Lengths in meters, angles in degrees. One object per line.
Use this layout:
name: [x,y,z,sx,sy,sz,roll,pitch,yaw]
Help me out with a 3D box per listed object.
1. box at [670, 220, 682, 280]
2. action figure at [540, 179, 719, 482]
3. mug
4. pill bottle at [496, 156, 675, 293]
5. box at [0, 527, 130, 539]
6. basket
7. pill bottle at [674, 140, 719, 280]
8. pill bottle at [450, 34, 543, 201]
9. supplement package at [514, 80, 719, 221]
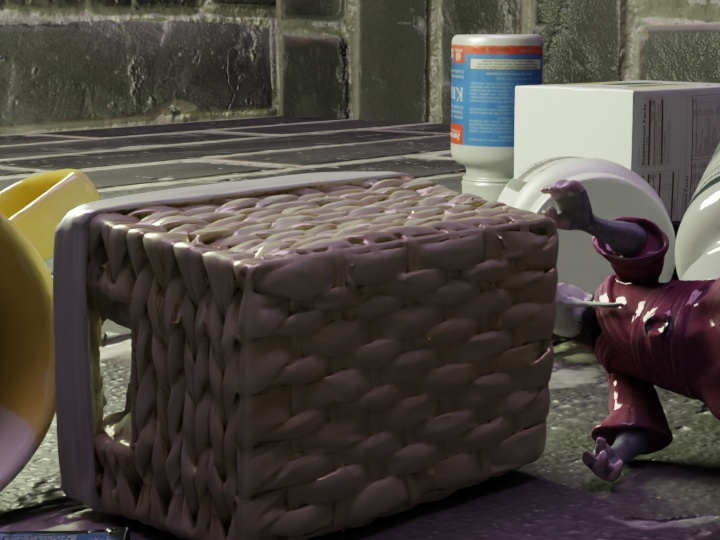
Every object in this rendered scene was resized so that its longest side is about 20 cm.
box: [0.319,0.009,0.924,0.141,0.079,0.200,-4,11,-34]
action figure: [0.162,0.025,0.667,0.149,0.134,0.200,-6,13,-39]
mug: [-0.214,0.033,0.645,0.186,0.150,0.153,-5,2,-32]
pill bottle: [0.150,-0.021,0.968,0.113,0.113,0.200,0,6,2]
box: [-0.171,0.117,0.410,0.200,0.040,0.137,-1,10,-5]
basket: [-0.018,0.035,0.625,0.200,0.136,0.123,-10,17,-41]
pill bottle: [0.240,-0.022,0.773,0.120,0.120,0.200,5,41,30]
pill bottle: [0.164,-0.184,1.713,0.112,0.200,0.112,0,9,0]
supplement package: [0.276,-0.115,1.441,0.200,0.151,0.152,-9,13,-42]
